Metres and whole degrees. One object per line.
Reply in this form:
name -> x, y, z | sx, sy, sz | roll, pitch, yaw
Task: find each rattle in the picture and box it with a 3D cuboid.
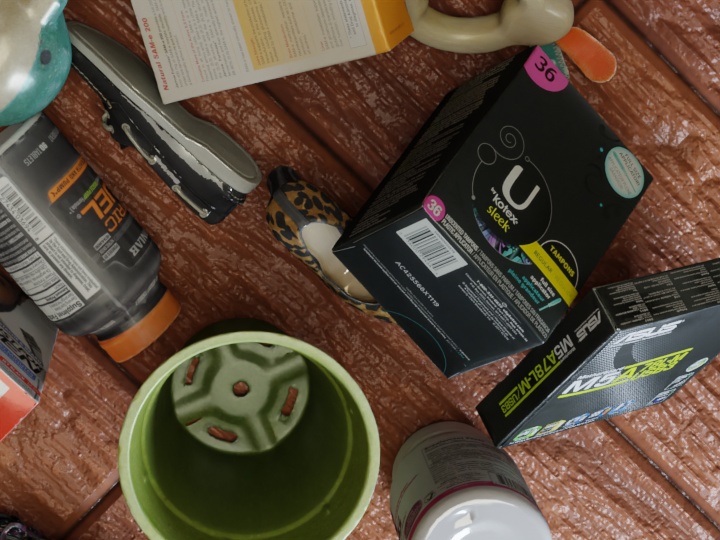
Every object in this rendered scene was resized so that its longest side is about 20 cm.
rattle -> 0.115, -0.239, 1.671 | 0.199, 0.143, 0.130 | 13, 132, -26

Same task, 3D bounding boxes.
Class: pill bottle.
pill bottle -> 0.084, 0.199, 1.679 | 0.113, 0.200, 0.114 | -1, 104, -5
pill bottle -> -0.232, -0.021, 1.650 | 0.106, 0.106, 0.200 | -38, 105, 4

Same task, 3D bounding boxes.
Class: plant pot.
plant pot -> -0.094, 0.121, 1.656 | 0.199, 0.190, 0.201 | -1, 103, -6

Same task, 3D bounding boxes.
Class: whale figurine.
whale figurine -> -0.272, -0.208, 1.602 | 0.104, 0.159, 0.201 | 19, 76, -47

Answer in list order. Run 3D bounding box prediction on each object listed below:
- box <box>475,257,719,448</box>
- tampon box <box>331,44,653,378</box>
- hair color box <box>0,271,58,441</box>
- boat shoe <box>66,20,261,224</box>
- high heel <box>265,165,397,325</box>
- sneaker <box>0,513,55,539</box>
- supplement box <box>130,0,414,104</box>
box -> 0.217, 0.062, 1.647 | 0.200, 0.193, 0.048 | -11, 67, -36
tampon box -> 0.105, -0.046, 1.619 | 0.150, 0.126, 0.200 | 47, 55, -15
hair color box -> -0.301, 0.056, 1.613 | 0.064, 0.200, 0.111 | -44, 104, 7
boat shoe -> -0.171, -0.118, 1.652 | 0.200, 0.074, 0.060 | 40, 111, -10
high heel -> 0.000, 0.000, 1.659 | 0.200, 0.143, 0.071 | 42, 97, -13
sneaker -> -0.278, 0.242, 1.724 | 0.199, 0.081, 0.075 | 2, 102, -6
supplement box -> -0.073, -0.215, 1.599 | 0.199, 0.074, 0.126 | -10, 106, 21
